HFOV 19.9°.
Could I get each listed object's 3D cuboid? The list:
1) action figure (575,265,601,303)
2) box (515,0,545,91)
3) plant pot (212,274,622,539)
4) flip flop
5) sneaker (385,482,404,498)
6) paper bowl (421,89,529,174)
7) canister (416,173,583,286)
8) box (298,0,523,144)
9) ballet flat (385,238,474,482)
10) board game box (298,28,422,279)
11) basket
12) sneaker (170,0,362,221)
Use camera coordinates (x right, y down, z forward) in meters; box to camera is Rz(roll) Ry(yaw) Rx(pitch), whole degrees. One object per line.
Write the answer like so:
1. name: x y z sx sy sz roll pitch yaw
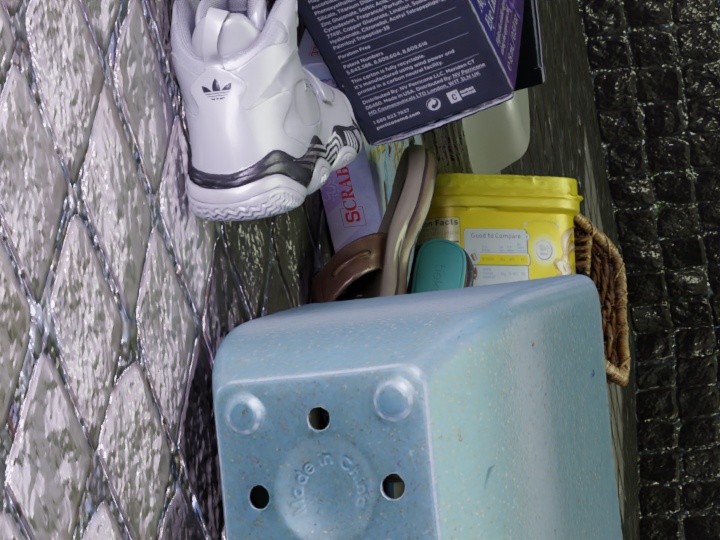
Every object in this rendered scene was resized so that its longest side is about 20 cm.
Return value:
1. action figure: 0.110 0.028 1.781 0.199 0.102 0.120 10 103 -40
2. box: 0.066 -0.249 1.576 0.149 0.103 0.201 76 1 -51
3. plant pot: 0.016 0.108 1.087 0.200 0.194 0.198 2 82 -68
4. flip flop: 0.000 0.000 1.332 0.081 0.057 0.201 133 -22 -63
5. sneaker: 0.063 0.127 1.541 0.074 0.081 0.202 63 22 -57
6. paper bowl: 0.086 -0.160 1.751 0.201 0.103 0.203 -7 90 -80
7. canister: 0.107 0.028 1.657 0.086 0.147 0.202 163 -73 -67
8. box: 0.017 -0.209 1.288 0.201 0.104 0.149 60 23 -30
9. ballet flat: 0.044 0.074 1.484 0.073 0.072 0.201 67 31 -54
10. board game box: 0.004 -0.102 1.466 0.201 0.041 0.201 -76 157 -59
11. basket: 0.192 0.010 2.077 0.201 0.147 0.144 -82 162 -47
12. sneaker: -0.049 -0.105 1.119 0.200 0.074 0.116 -55 140 -68
